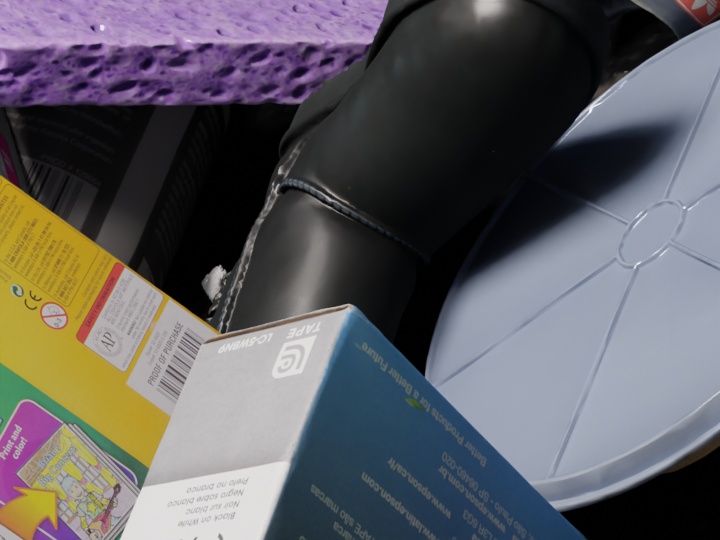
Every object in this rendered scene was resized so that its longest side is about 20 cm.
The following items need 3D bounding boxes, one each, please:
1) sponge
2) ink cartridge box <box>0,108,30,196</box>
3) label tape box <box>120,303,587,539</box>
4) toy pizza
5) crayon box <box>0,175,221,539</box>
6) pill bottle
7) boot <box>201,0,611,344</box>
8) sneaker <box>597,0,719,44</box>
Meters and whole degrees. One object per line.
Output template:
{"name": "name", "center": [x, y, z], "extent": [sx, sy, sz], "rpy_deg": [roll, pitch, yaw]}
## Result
{"name": "sponge", "center": [-0.055, -0.100, 0.903], "extent": [0.112, 0.199, 0.030], "rpy_deg": [-117, 30, -55]}
{"name": "ink cartridge box", "center": [-0.185, -0.113, 0.848], "extent": [0.043, 0.174, 0.200], "rpy_deg": [-24, 46, 0]}
{"name": "label tape box", "center": [-0.010, 0.133, 0.608], "extent": [0.063, 0.144, 0.201], "rpy_deg": [-13, 44, 40]}
{"name": "toy pizza", "center": [0.100, -0.003, 0.732], "extent": [0.200, 0.032, 0.200], "rpy_deg": [-38, 27, 23]}
{"name": "crayon box", "center": [-0.124, 0.070, 0.675], "extent": [0.058, 0.119, 0.200], "rpy_deg": [-41, 18, 44]}
{"name": "pill bottle", "center": [-0.118, -0.048, 0.962], "extent": [0.110, 0.111, 0.201], "rpy_deg": [-14, 44, 39]}
{"name": "boot", "center": [0.000, -0.001, 0.770], "extent": [0.198, 0.073, 0.163], "rpy_deg": [-32, 32, 59]}
{"name": "sneaker", "center": [0.139, -0.118, 0.793], "extent": [0.200, 0.075, 0.085], "rpy_deg": [-8, 45, 57]}
